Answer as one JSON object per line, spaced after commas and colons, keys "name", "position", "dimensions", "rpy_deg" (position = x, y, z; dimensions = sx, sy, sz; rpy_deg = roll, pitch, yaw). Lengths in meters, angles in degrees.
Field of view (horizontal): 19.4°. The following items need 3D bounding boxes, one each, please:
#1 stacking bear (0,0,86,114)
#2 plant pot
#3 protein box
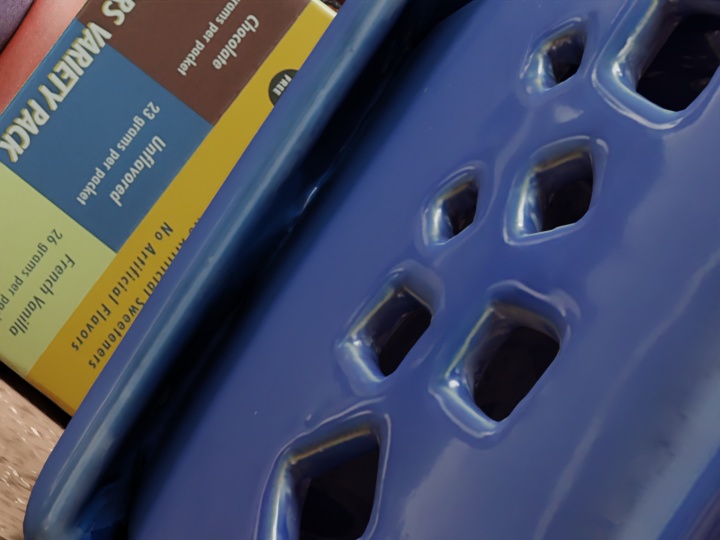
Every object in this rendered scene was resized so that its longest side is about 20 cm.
{"name": "stacking bear", "position": [-0.211, -0.142, 0.850], "dimensions": [0.200, 0.114, 0.121], "rpy_deg": [32, 5, -24]}
{"name": "plant pot", "position": [0.059, 0.043, 0.450], "dimensions": [0.200, 0.200, 0.180], "rpy_deg": [35, -3, -43]}
{"name": "protein box", "position": [-0.007, 0.008, 0.669], "dimensions": [0.200, 0.135, 0.199], "rpy_deg": [38, 3, 3]}
